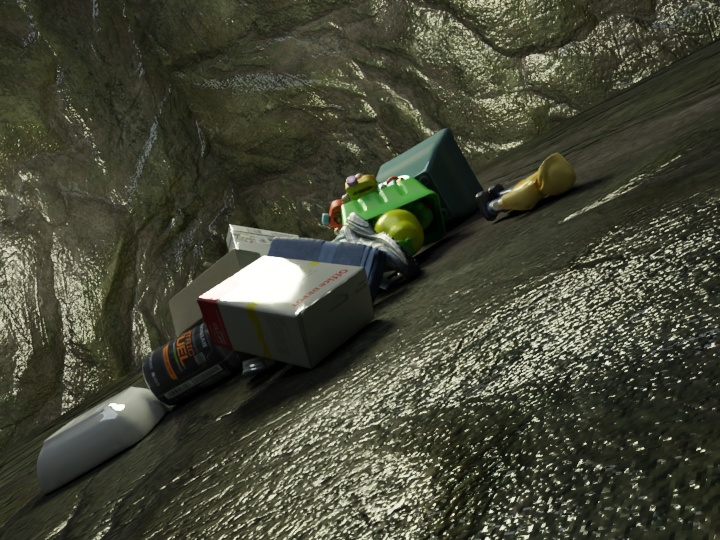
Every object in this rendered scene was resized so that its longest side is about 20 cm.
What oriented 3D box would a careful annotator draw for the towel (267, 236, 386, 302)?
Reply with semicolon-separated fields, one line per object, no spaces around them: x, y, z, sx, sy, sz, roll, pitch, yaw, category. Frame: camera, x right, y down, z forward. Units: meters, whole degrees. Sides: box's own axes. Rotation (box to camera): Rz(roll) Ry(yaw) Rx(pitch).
-0.062;0.005;1.103;0.199;0.049;0.112;8;66;22;towel

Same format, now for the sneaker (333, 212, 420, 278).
0.024;-0.021;1.160;0.086;0.078;0.200;-51;41;-3;sneaker

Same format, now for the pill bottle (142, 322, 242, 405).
-0.276;0.150;1.200;0.199;0.107;0.106;-29;5;9;pill bottle

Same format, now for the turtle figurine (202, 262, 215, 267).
-0.179;0.059;1.343;0.193;0.201;0.144;-27;35;-29;turtle figurine

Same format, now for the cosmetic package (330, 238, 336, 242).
-0.090;0.012;1.479;0.200;0.108;0.085;-30;6;12;cosmetic package

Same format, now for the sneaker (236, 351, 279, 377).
-0.126;0.084;1.076;0.077;0.091;0.200;-26;6;43;sneaker

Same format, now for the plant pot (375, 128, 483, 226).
0.149;-0.174;1.528;0.195;0.197;0.200;-28;12;24;plant pot

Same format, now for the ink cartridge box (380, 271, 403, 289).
0.000;0.000;1.224;0.199;0.037;0.095;15;36;39;ink cartridge box

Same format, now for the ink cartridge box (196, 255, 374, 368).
-0.102;0.052;0.940;0.199;0.084;0.145;6;29;39;ink cartridge box

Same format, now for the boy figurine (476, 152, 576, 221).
0.272;-0.134;1.118;0.124;0.065;0.200;-30;1;-24;boy figurine

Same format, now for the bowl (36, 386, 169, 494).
-0.439;0.271;1.142;0.199;0.075;0.200;-29;4;3;bowl

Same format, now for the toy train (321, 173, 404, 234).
0.020;-0.146;1.421;0.199;0.056;0.151;-1;-43;-9;toy train

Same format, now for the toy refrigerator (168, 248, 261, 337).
-0.256;0.045;1.222;0.200;0.076;0.070;-35;-26;30;toy refrigerator

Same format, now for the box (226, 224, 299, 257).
-0.183;-0.029;1.362;0.155;0.041;0.200;8;21;-21;box

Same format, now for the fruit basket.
0.070;-0.070;1.304;0.215;0.156;0.216;-9;49;10;fruit basket
